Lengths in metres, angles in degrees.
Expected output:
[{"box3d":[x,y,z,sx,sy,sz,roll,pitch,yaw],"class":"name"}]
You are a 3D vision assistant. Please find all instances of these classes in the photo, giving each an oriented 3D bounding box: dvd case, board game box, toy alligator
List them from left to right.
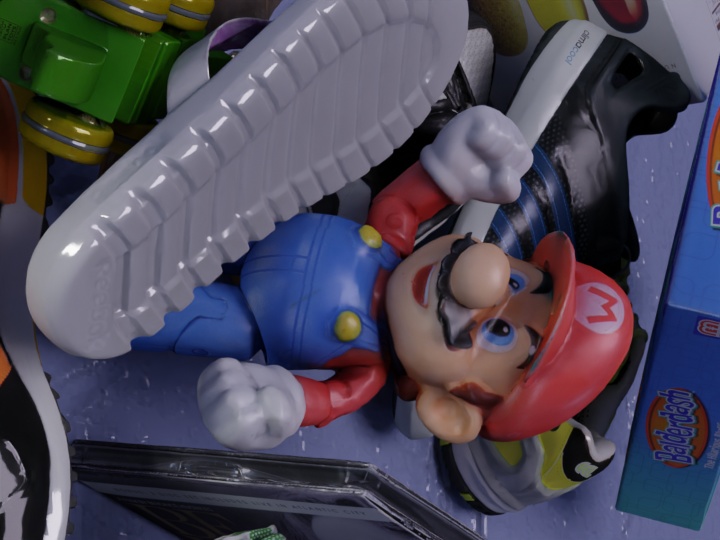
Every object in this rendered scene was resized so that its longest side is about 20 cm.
[{"box3d":[-0.082,-0.076,0.757,0.059,0.054,0.200,-65,168,13],"class":"toy alligator"},{"box3d":[0.007,0.112,0.818,0.200,0.148,0.016,38,63,-41],"class":"dvd case"},{"box3d":[0.156,0.004,0.973,0.200,0.045,0.153,89,15,-60],"class":"board game box"}]

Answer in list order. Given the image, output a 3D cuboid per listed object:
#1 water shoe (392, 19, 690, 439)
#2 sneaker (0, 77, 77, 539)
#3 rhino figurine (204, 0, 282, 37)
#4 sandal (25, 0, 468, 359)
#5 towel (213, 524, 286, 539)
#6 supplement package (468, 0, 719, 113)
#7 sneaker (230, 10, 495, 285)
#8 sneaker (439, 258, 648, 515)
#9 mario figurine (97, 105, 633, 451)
[{"box3d":[0.079,-0.012,0.947,0.072,0.079,0.201,98,17,-78],"class":"water shoe"},{"box3d":[-0.148,0.023,0.710,0.090,0.070,0.201,13,67,-47],"class":"sneaker"},{"box3d":[-0.032,-0.154,0.891,0.200,0.060,0.088,-47,138,-46],"class":"rhino figurine"},{"box3d":[-0.041,-0.052,0.743,0.203,0.050,0.083,-39,144,-30],"class":"sandal"},{"box3d":[-0.102,0.169,0.712,0.200,0.031,0.150,-12,123,-51],"class":"towel"},{"box3d":[0.096,-0.179,1.015,0.110,0.113,0.200,-49,121,-45],"class":"supplement package"},{"box3d":[0.024,-0.051,0.922,0.076,0.087,0.200,60,41,-22],"class":"sneaker"},{"box3d":[0.100,0.019,1.012,0.075,0.076,0.201,38,54,-39],"class":"sneaker"},{"box3d":[0.000,0.000,0.788,0.106,0.199,0.124,-76,177,-78],"class":"mario figurine"}]
